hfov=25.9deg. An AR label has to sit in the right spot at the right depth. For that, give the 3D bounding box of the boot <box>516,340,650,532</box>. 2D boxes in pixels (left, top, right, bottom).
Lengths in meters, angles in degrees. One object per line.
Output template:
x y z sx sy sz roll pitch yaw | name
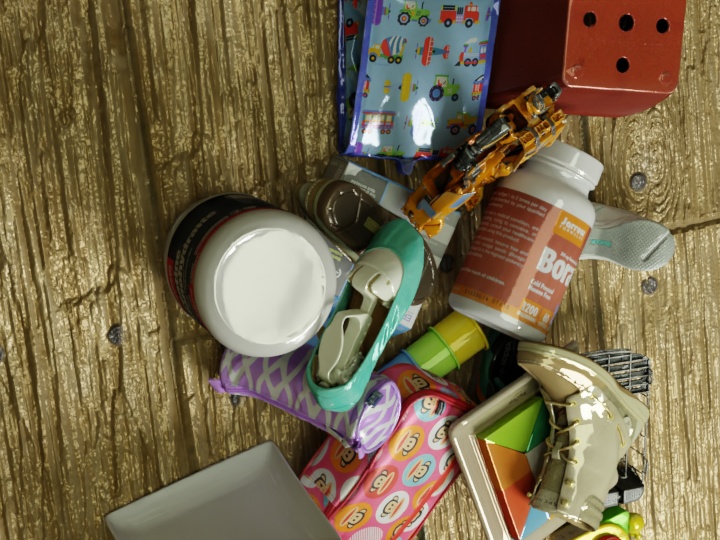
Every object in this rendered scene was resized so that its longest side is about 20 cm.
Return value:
0.210 0.173 1.629 0.200 0.072 0.157 36 74 -39 | boot

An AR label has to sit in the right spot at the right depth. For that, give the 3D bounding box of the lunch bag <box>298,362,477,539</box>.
0.043 0.205 1.678 0.176 0.082 0.201 25 105 -48 | lunch bag

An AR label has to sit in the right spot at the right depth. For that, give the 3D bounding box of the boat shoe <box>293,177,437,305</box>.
0.005 -0.036 1.587 0.072 0.076 0.200 -56 133 -14 | boat shoe

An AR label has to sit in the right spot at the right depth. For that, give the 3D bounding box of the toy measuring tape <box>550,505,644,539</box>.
0.243 0.335 1.805 0.198 0.073 0.074 -23 106 -15 | toy measuring tape

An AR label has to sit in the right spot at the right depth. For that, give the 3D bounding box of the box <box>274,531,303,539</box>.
-0.137 0.334 1.637 0.198 0.122 0.107 -22 107 -14 | box

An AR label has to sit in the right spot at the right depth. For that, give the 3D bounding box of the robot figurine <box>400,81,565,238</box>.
0.129 -0.113 1.569 0.145 0.200 0.058 -36 87 -40 | robot figurine

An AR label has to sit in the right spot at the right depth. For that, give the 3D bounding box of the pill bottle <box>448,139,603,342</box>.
0.179 -0.033 1.646 0.111 0.112 0.202 24 87 -22 | pill bottle

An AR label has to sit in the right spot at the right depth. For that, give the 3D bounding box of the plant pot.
0.237 -0.260 1.643 0.198 0.176 0.202 2 99 -19 | plant pot

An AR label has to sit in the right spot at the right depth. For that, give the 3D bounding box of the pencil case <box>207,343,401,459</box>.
-0.053 0.122 1.594 0.086 0.199 0.084 -56 146 -20 | pencil case

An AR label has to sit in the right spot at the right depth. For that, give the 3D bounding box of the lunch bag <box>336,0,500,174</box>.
0.057 -0.199 1.632 0.149 0.094 0.202 -1 101 -22 | lunch bag

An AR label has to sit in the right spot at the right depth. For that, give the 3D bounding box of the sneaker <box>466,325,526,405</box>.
0.155 0.151 1.730 0.071 0.080 0.202 5 95 -12 | sneaker

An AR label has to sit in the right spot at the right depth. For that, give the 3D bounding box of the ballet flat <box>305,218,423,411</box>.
0.004 0.039 1.500 0.067 0.070 0.202 21 83 22 | ballet flat

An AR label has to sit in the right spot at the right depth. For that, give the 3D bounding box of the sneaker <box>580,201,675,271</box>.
0.246 -0.044 1.744 0.198 0.080 0.071 13 103 -2 | sneaker

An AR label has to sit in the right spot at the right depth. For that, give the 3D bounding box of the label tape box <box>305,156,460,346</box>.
0.000 0.000 1.661 0.142 0.066 0.202 23 89 -22 | label tape box

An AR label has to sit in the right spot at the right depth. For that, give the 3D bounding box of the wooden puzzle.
0.194 0.202 1.686 0.184 0.037 0.202 -31 118 -25 | wooden puzzle

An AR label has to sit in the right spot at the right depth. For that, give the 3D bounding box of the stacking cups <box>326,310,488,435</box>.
0.043 0.115 1.701 0.199 0.060 0.061 -34 109 -10 | stacking cups

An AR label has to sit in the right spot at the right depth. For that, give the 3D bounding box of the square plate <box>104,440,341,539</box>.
-0.141 0.269 1.590 0.197 0.200 0.029 -23 123 -15 | square plate

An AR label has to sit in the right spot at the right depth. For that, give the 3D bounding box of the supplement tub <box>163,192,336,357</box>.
-0.115 -0.001 1.546 0.139 0.200 0.142 -3 100 -19 | supplement tub

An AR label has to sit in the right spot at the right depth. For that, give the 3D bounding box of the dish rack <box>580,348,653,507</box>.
0.258 0.182 1.776 0.152 0.055 0.202 -8 111 -20 | dish rack
